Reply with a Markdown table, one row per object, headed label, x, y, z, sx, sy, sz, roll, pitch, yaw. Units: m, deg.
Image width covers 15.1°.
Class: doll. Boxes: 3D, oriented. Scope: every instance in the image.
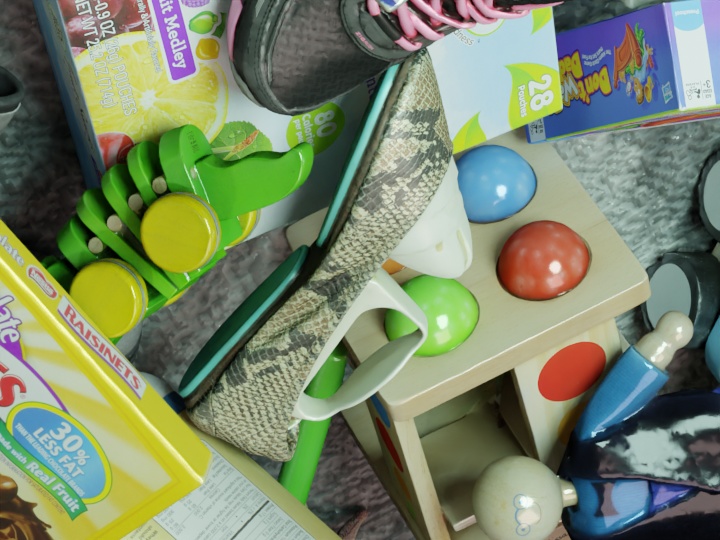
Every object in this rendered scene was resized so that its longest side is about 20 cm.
| label | x | y | z | sx | sy | sz | roll | pitch | yaw |
| --- | --- | --- | --- | --- | --- | --- | --- | --- | --- |
| doll | 0.145 | 0.082 | 1.172 | 0.199 | 0.048 | 0.137 | -10 | 113 | -4 |

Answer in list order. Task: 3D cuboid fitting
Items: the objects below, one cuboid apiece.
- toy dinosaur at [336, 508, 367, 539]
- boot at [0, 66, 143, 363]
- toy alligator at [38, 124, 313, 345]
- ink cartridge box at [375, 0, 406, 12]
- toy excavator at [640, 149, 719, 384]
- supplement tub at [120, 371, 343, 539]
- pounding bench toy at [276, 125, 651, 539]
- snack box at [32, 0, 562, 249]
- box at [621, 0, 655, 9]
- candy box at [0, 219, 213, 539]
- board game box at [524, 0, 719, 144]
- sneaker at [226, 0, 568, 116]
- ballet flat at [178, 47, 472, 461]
| label | x | y | z | sx | sy | sz | roll | pitch | yaw |
| --- | --- | --- | --- | --- | --- | --- | --- | --- | --- |
| toy dinosaur | -0.076 | 0.161 | 1.292 | 0.200 | 0.086 | 0.136 | -30 | 130 | -12 |
| boot | -0.157 | -0.023 | 1.082 | 0.199 | 0.070 | 0.132 | 6 | 124 | -34 |
| toy alligator | -0.102 | 0.000 | 1.064 | 0.200 | 0.054 | 0.059 | -41 | 178 | 23 |
| ink cartridge box | 0.026 | -0.226 | 0.941 | 0.200 | 0.200 | 0.041 | -39 | 180 | 6 |
| toy excavator | 0.245 | 0.010 | 1.254 | 0.100 | 0.200 | 0.195 | 2 | 127 | -33 |
| supplement tub | -0.069 | 0.156 | 1.156 | 0.145 | 0.200 | 0.145 | -48 | 176 | -4 |
| pounding bench toy | 0.023 | 0.048 | 1.213 | 0.199 | 0.124 | 0.156 | -26 | 137 | -7 |
| snack box | -0.025 | -0.107 | 1.088 | 0.199 | 0.068 | 0.169 | -24 | 136 | -11 |
| box | 0.180 | -0.192 | 1.124 | 0.199 | 0.078 | 0.095 | -22 | 137 | -13 |
| candy box | -0.158 | 0.030 | 1.035 | 0.102 | 0.026 | 0.200 | -35 | 107 | 20 |
| board game box | 0.186 | -0.095 | 1.178 | 0.199 | 0.134 | 0.045 | -9 | 90 | -24 |
| sneaker | 0.039 | -0.119 | 1.000 | 0.200 | 0.095 | 0.079 | -39 | 135 | 6 |
| ballet flat | 0.000 | 0.000 | 1.098 | 0.075 | 0.068 | 0.200 | 30 | 119 | -6 |
